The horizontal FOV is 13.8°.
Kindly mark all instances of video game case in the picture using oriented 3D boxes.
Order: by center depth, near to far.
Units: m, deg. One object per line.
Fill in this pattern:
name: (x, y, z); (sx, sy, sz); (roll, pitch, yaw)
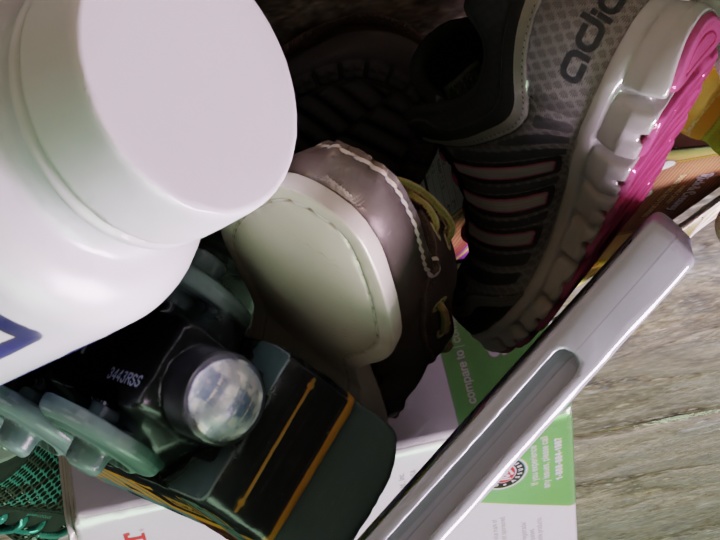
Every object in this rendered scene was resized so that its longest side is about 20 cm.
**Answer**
video game case: (0.047, 0.055, 1.006); (0.182, 0.022, 0.200); (-48, 177, 6)

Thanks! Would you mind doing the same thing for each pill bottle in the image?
pill bottle: (-0.119, -0.027, 0.937); (0.199, 0.120, 0.119); (-24, 161, 39)

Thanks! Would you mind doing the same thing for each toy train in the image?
toy train: (-0.074, 0.044, 1.036); (0.114, 0.085, 0.200); (39, 166, -29)

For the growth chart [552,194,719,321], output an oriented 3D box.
growth chart: (0.156, -0.033, 1.190); (0.200, 0.018, 0.145); (-35, 178, -5)

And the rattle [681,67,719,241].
rattle: (0.176, -0.107, 1.065); (0.200, 0.143, 0.130); (-47, 162, -9)

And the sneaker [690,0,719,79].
sneaker: (0.173, -0.105, 0.914); (0.078, 0.100, 0.200); (-4, 163, -29)

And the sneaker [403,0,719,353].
sneaker: (0.055, -0.046, 1.005); (0.074, 0.087, 0.200); (-51, 172, -28)

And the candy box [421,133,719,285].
candy box: (0.067, -0.036, 1.178); (0.116, 0.057, 0.200); (-5, 165, -26)

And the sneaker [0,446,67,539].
sneaker: (-0.146, 0.081, 1.242); (0.077, 0.092, 0.200); (15, -153, 35)

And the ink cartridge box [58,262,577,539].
ink cartridge box: (-0.017, 0.081, 1.201); (0.199, 0.085, 0.146); (-11, 147, -3)

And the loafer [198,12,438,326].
loafer: (-0.036, -0.040, 1.092); (0.073, 0.071, 0.200); (32, 136, -19)

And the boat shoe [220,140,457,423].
boat shoe: (0.000, 0.000, 0.998); (0.060, 0.072, 0.200); (-48, 164, -16)
